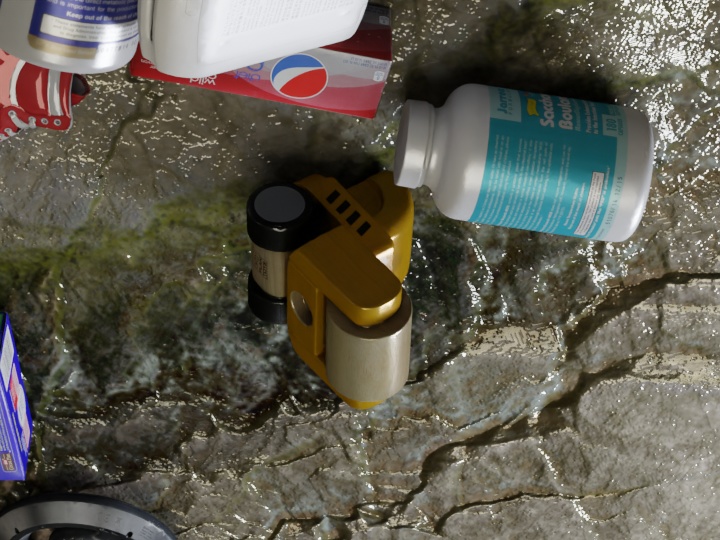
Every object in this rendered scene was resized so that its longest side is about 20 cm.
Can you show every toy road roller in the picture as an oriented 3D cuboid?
[{"bbox_3d":[0.000,0.000,1.563,0.145,0.200,0.124,-26,143,-24],"label":"toy road roller"}]

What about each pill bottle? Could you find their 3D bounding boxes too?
[{"bbox_3d":[0.129,-0.090,1.517,0.198,0.111,0.111,8,135,-7],"label":"pill bottle"},{"bbox_3d":[-0.196,-0.255,1.326,0.119,0.120,0.201,13,118,-12],"label":"pill bottle"}]

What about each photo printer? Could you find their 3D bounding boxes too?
[{"bbox_3d":[-0.070,-0.226,1.329,0.199,0.069,0.167,-22,141,-41],"label":"photo printer"}]

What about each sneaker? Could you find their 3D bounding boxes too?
[{"bbox_3d":[-0.289,-0.124,1.518,0.112,0.072,0.201,21,130,-15],"label":"sneaker"}]

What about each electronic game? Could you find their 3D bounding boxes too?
[{"bbox_3d":[-0.286,0.288,1.950,0.198,0.042,0.201,4,142,3],"label":"electronic game"}]

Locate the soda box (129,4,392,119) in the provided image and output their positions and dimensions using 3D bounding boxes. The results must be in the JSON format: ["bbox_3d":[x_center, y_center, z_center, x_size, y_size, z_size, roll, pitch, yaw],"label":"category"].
[{"bbox_3d":[-0.077,-0.178,1.460,0.198,0.070,0.064,10,135,-9],"label":"soda box"}]

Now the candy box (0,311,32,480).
[{"bbox_3d":[-0.421,0.120,1.761,0.198,0.077,0.170,-1,136,0],"label":"candy box"}]
